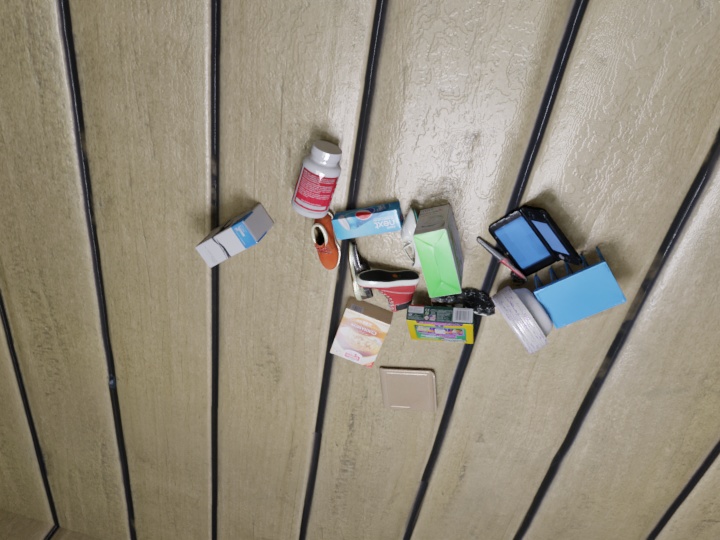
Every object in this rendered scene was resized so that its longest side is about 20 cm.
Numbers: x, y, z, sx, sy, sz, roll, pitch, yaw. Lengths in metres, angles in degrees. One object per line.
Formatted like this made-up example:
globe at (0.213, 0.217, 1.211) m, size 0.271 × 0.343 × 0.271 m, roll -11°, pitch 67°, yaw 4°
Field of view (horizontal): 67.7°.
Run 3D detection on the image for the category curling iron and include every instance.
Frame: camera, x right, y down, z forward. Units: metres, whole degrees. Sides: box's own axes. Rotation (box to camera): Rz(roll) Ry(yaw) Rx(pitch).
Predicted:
curling iron at (0.412, -0.025, 1.572) m, size 0.200 × 0.026 × 0.050 m, roll 42°, pitch 136°, yaw -10°

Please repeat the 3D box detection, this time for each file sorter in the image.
file sorter at (0.609, 0.043, 1.511) m, size 0.200 × 0.123 × 0.139 m, roll -28°, pitch 110°, yaw 26°

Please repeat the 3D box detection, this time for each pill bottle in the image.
pill bottle at (-0.120, -0.258, 1.518) m, size 0.112 × 0.112 × 0.200 m, roll 22°, pitch 122°, yaw 0°

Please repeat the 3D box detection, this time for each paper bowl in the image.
paper bowl at (0.475, 0.132, 1.551) m, size 0.104 × 0.201 × 0.201 m, roll -33°, pitch 108°, yaw 9°

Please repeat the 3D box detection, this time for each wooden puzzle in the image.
wooden puzzle at (0.169, 0.418, 1.889) m, size 0.199 × 0.037 × 0.186 m, roll 3°, pitch 120°, yaw 17°

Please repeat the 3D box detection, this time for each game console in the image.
game console at (0.481, -0.070, 1.485) m, size 0.116 × 0.176 × 0.200 m, roll -42°, pitch 106°, yaw 0°

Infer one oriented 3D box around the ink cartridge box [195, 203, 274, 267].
ink cartridge box at (-0.385, -0.107, 1.649) m, size 0.200 × 0.145 × 0.084 m, roll -24°, pitch 110°, yaw 24°

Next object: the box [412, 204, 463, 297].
box at (0.227, -0.058, 1.512) m, size 0.096 × 0.177 × 0.200 m, roll -10°, pitch 117°, yaw 18°

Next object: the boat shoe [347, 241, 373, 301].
boat shoe at (0.000, 0.000, 1.670) m, size 0.065 × 0.073 × 0.201 m, roll -9°, pitch 119°, yaw 1°

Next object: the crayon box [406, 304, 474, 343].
crayon box at (0.250, 0.167, 1.659) m, size 0.199 × 0.058 × 0.173 m, roll 3°, pitch 155°, yaw 13°

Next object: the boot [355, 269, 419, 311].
boot at (0.075, 0.071, 1.658) m, size 0.199 × 0.073 × 0.145 m, roll 2°, pitch 126°, yaw -17°

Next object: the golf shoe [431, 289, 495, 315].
golf shoe at (0.314, 0.103, 1.657) m, size 0.199 × 0.078 × 0.095 m, roll 18°, pitch 144°, yaw 1°

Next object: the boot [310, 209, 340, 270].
boot at (-0.111, -0.075, 1.627) m, size 0.075 × 0.107 × 0.201 m, roll -1°, pitch 121°, yaw 12°

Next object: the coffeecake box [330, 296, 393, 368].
coffeecake box at (0.002, 0.207, 1.781) m, size 0.153 × 0.073 × 0.200 m, roll 20°, pitch 123°, yaw 0°

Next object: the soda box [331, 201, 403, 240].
soda box at (0.021, -0.146, 1.578) m, size 0.199 × 0.064 × 0.068 m, roll -8°, pitch 117°, yaw 17°

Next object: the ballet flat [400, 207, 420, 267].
ballet flat at (0.152, -0.086, 1.567) m, size 0.069 × 0.070 × 0.200 m, roll -8°, pitch 126°, yaw 18°
